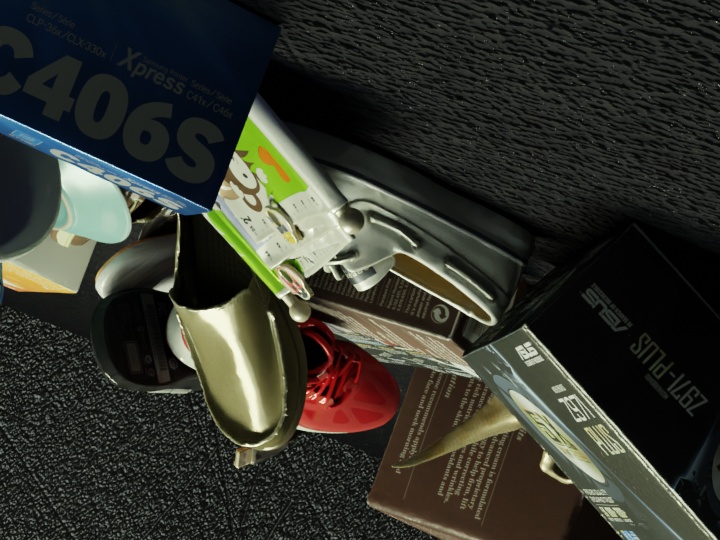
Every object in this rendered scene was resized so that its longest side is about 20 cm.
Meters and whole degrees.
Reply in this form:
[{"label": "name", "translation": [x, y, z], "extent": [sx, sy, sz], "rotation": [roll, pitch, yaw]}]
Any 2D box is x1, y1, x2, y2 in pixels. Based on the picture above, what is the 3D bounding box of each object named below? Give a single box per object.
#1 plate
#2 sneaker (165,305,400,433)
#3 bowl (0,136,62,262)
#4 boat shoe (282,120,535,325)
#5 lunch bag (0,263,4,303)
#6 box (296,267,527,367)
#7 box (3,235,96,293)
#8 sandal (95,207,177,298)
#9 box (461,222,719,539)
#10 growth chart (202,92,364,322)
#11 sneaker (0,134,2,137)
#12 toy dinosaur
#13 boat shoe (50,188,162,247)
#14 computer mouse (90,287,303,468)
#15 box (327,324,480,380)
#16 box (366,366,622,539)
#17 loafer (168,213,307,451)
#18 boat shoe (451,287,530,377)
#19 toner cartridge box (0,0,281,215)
[{"label": "plate", "translation": [-0.233, -0.081, 1.172], "extent": [0.199, 0.026, 0.201], "rotation": [34, 159, 15]}, {"label": "sneaker", "translation": [-0.032, 0.076, 1.256], "extent": [0.199, 0.079, 0.115], "rotation": [20, 177, -34]}, {"label": "bowl", "translation": [-0.271, -0.065, 1.001], "extent": [0.200, 0.202, 0.090], "rotation": [28, 127, -37]}, {"label": "boat shoe", "translation": [0.005, -0.024, 1.040], "extent": [0.199, 0.070, 0.071], "rotation": [25, 170, -21]}, {"label": "lunch bag", "translation": [-0.292, -0.022, 1.124], "extent": [0.075, 0.201, 0.161], "rotation": [-23, 134, 12]}, {"label": "box", "translation": [0.000, 0.000, 1.192], "extent": [0.198, 0.076, 0.100], "rotation": [15, 170, 26]}, {"label": "box", "translation": [-0.292, -0.049, 1.470], "extent": [0.124, 0.098, 0.200], "rotation": [24, 171, -21]}, {"label": "sandal", "translation": [-0.137, -0.023, 1.328], "extent": [0.059, 0.079, 0.206], "rotation": [53, -161, 14]}, {"label": "box", "translation": [0.156, 0.074, 1.034], "extent": [0.164, 0.086, 0.200], "rotation": [48, 170, 0]}, {"label": "growth chart", "translation": [-0.061, -0.049, 0.992], "extent": [0.145, 0.018, 0.200], "rotation": [46, 161, 2]}, {"label": "sneaker", "translation": [-0.200, -0.116, 0.917], "extent": [0.080, 0.089, 0.200], "rotation": [22, 170, 2]}, {"label": "toy dinosaur", "translation": [0.122, 0.090, 1.212], "extent": [0.101, 0.199, 0.058], "rotation": [47, -161, -23]}, {"label": "boat shoe", "translation": [-0.178, -0.051, 1.294], "extent": [0.074, 0.075, 0.202], "rotation": [16, 171, -7]}, {"label": "computer mouse", "translation": [-0.119, 0.078, 1.297], "extent": [0.046, 0.142, 0.199], "rotation": [-19, 175, 38]}, {"label": "box", "translation": [-0.003, 0.029, 1.429], "extent": [0.157, 0.050, 0.199], "rotation": [27, 169, -32]}, {"label": "box", "translation": [0.146, 0.165, 1.516], "extent": [0.199, 0.167, 0.164], "rotation": [14, 168, 38]}, {"label": "loafer", "translation": [-0.085, 0.024, 1.137], "extent": [0.075, 0.202, 0.067], "rotation": [-2, -164, 29]}, {"label": "boat shoe", "translation": [0.148, 0.068, 1.258], "extent": [0.198, 0.071, 0.091], "rotation": [21, 169, -3]}, {"label": "toner cartridge box", "translation": [-0.143, -0.108, 0.816], "extent": [0.199, 0.096, 0.043], "rotation": [24, 169, -21]}]
